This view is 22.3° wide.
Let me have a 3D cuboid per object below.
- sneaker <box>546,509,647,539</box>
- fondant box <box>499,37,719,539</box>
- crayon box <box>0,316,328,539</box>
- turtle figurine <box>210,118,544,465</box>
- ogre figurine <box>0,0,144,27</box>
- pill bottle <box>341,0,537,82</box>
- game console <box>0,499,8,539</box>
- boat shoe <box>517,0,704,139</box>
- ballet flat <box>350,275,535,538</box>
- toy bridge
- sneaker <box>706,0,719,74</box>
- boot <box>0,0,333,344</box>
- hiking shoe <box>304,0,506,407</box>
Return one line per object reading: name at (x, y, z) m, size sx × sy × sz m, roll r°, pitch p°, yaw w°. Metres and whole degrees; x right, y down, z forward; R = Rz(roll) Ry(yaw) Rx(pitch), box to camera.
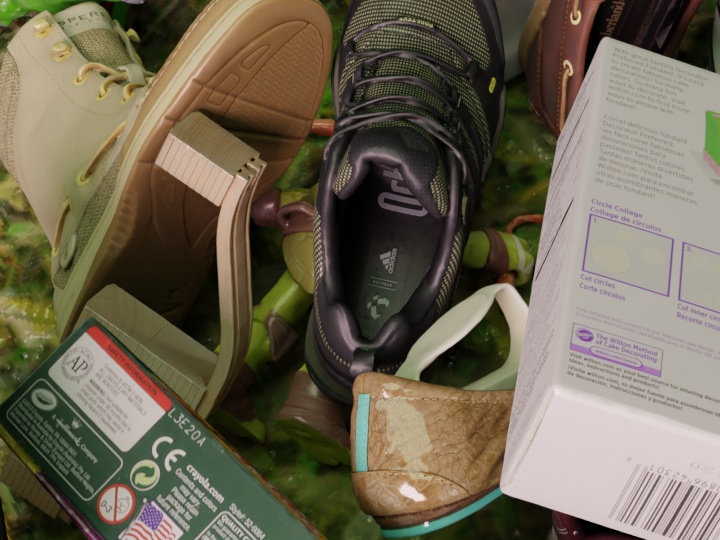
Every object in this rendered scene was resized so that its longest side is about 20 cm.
sneaker at (0.152, 0.122, 0.660) m, size 0.199 × 0.116 × 0.076 m, roll 17°, pitch 68°, yaw 21°
fondant box at (0.137, 0.013, 0.659) m, size 0.143 × 0.058 × 0.201 m, roll 18°, pitch 43°, yaw -2°
crayon box at (-0.026, 0.127, 0.667) m, size 0.058 × 0.173 × 0.200 m, roll -45°, pitch 62°, yaw -8°
turtle figurine at (0.000, 0.000, 0.791) m, size 0.199 × 0.064 × 0.162 m, roll 16°, pitch 68°, yaw 21°
ogre figurine at (-0.138, -0.183, 0.895) m, size 0.199 × 0.098 × 0.121 m, roll 5°, pitch 79°, yaw 26°
pill bottle at (0.013, -0.184, 0.857) m, size 0.112 × 0.113 × 0.200 m, roll -37°, pitch 60°, yaw -7°
game console at (-0.142, 0.094, 0.654) m, size 0.031 × 0.201 × 0.178 m, roll -10°, pitch 54°, yaw -12°
boat shoe at (0.122, -0.133, 0.764) m, size 0.070 × 0.201 × 0.071 m, roll 1°, pitch 43°, yaw -15°
ballet flat at (0.068, 0.037, 0.695) m, size 0.199 × 0.068 × 0.073 m, roll -18°, pitch 93°, yaw -40°
toy bridge at (-0.085, 0.034, 0.750) m, size 0.067 × 0.201 × 0.027 m, roll 33°, pitch 30°, yaw 6°
sneaker at (0.179, -0.101, 0.787) m, size 0.066 × 0.091 × 0.201 m, roll 3°, pitch 63°, yaw 16°
boot at (-0.095, -0.077, 0.801) m, size 0.200 × 0.072 × 0.156 m, roll -58°, pitch 42°, yaw 32°
hiking shoe at (0.022, -0.048, 0.715) m, size 0.075 × 0.101 × 0.201 m, roll 7°, pitch 79°, yaw -3°
